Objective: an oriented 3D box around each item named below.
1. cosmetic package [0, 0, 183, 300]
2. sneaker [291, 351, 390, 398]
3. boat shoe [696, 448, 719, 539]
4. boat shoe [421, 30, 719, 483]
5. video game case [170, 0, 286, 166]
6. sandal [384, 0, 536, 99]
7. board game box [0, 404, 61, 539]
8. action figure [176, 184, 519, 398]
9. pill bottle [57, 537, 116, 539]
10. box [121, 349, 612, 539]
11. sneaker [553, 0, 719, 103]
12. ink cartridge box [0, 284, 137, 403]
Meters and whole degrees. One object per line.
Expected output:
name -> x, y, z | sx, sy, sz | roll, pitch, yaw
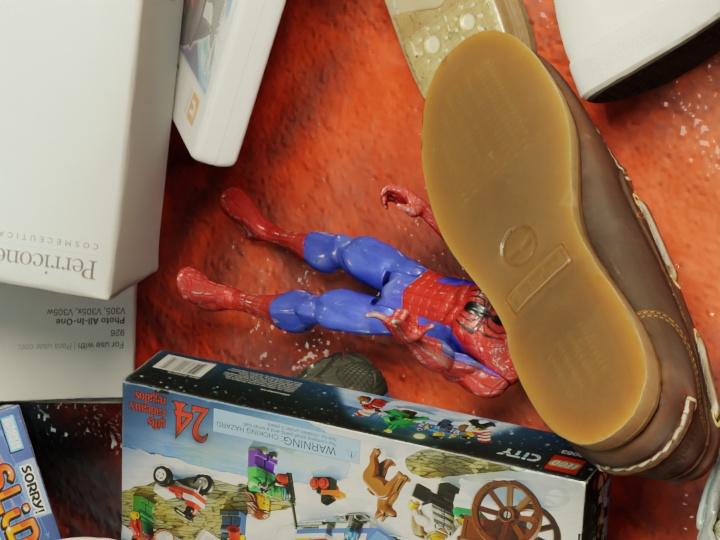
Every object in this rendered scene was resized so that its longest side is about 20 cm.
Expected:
cosmetic package -> -0.132, -0.096, 1.136 | 0.113, 0.081, 0.200 | 6, 98, 8
sneaker -> -0.038, 0.117, 1.227 | 0.090, 0.078, 0.200 | 42, 121, 9
boat shoe -> 0.159, 0.082, 1.048 | 0.074, 0.065, 0.202 | 31, 111, 35
boat shoe -> 0.081, -0.003, 1.088 | 0.070, 0.070, 0.200 | -36, 52, 26
video game case -> -0.055, -0.170, 1.185 | 0.182, 0.023, 0.200 | -121, 45, -59
sandal -> 0.000, -0.155, 1.170 | 0.078, 0.070, 0.212 | -39, 68, 34
board game box -> -0.172, 0.130, 1.271 | 0.200, 0.034, 0.135 | -8, 100, 69
action figure -> 0.000, 0.000, 1.158 | 0.200, 0.099, 0.065 | 16, 72, 36
pill bottle -> -0.080, 0.204, 1.080 | 0.200, 0.111, 0.111 | 49, 121, 38
box -> -0.001, 0.119, 1.144 | 0.200, 0.038, 0.137 | 11, 113, 21
sneaker -> 0.142, -0.138, 1.049 | 0.200, 0.073, 0.085 | -28, 76, 39
ink cartridge box -> -0.159, -0.047, 1.267 | 0.146, 0.084, 0.200 | -166, 77, -64
